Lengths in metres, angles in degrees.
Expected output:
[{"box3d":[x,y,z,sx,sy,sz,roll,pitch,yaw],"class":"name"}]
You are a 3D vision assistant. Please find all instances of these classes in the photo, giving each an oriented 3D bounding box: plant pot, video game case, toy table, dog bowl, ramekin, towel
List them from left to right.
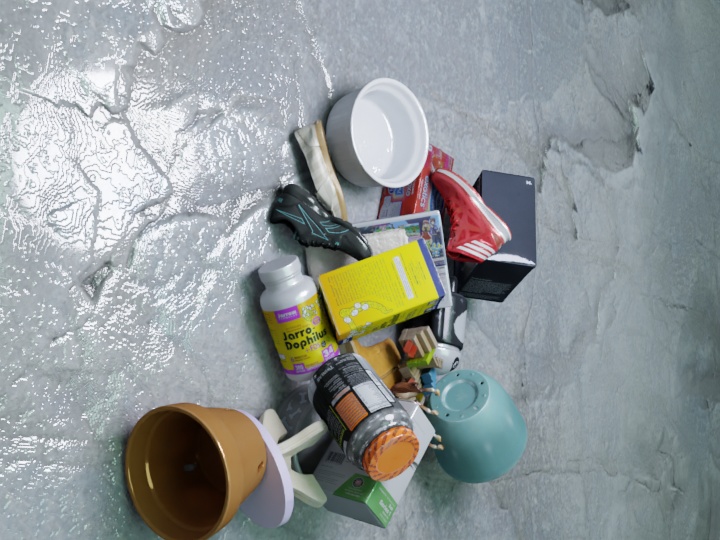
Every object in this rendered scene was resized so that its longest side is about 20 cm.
[{"box3d":[-0.235,0.292,1.248,0.140,0.198,0.203,-6,93,-61],"class":"plant pot"},{"box3d":[-0.143,0.310,1.349,0.116,0.183,0.202,-2,61,-51],"class":"toy table"},{"box3d":[-0.072,0.306,1.491,0.198,0.058,0.203,2,88,-46],"class":"dog bowl"},{"box3d":[0.000,0.000,1.524,0.197,0.034,0.135,-8,95,-9],"class":"towel"},{"box3d":[0.028,-0.253,1.567,0.199,0.097,0.204,2,87,-40],"class":"ramekin"},{"box3d":[0.064,-0.008,1.566,0.023,0.197,0.185,-74,156,-82],"class":"video game case"},{"box3d":[0.221,0.296,1.668,0.202,0.199,0.162,-56,137,-30],"class":"plant pot"}]

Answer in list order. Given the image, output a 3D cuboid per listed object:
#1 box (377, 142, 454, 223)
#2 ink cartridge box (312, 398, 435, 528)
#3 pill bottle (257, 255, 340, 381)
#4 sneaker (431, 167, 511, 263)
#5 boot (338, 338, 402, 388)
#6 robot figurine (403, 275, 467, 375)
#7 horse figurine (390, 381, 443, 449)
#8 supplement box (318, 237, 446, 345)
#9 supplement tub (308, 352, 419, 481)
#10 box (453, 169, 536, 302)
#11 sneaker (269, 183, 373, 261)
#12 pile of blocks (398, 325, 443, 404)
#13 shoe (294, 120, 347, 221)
[{"box3d":[0.108,-0.144,1.652,0.095,0.099,0.203,22,73,-43],"class":"box"},{"box3d":[0.021,0.325,1.440,0.201,0.145,0.085,-56,128,-30],"class":"ink cartridge box"},{"box3d":[-0.110,0.081,1.424,0.104,0.103,0.202,-33,112,-40],"class":"pill bottle"},{"box3d":[0.181,-0.098,1.569,0.115,0.200,0.078,-42,159,-7],"class":"sneaker"},{"box3d":[0.014,0.162,1.582,0.144,0.070,0.204,-39,121,-44],"class":"boot"},{"box3d":[0.154,0.110,1.673,0.149,0.124,0.203,22,71,-44],"class":"robot figurine"},{"box3d":[0.089,0.284,1.585,0.050,0.131,0.202,-62,150,-56],"class":"horse figurine"},{"box3d":[0.034,0.039,1.447,0.198,0.109,0.111,-20,77,-7],"class":"supplement box"},{"box3d":[0.006,0.240,1.358,0.121,0.200,0.124,-18,132,-22],"class":"supplement tub"},{"box3d":[0.272,-0.069,1.707,0.121,0.199,0.203,8,65,-9],"class":"box"},{"box3d":[-0.069,-0.066,1.457,0.199,0.075,0.080,35,72,3],"class":"sneaker"},{"box3d":[0.112,0.202,1.593,0.062,0.081,0.202,-55,149,-48],"class":"pile of blocks"},{"box3d":[-0.069,-0.172,1.513,0.053,0.070,0.202,-17,110,0],"class":"shoe"}]
